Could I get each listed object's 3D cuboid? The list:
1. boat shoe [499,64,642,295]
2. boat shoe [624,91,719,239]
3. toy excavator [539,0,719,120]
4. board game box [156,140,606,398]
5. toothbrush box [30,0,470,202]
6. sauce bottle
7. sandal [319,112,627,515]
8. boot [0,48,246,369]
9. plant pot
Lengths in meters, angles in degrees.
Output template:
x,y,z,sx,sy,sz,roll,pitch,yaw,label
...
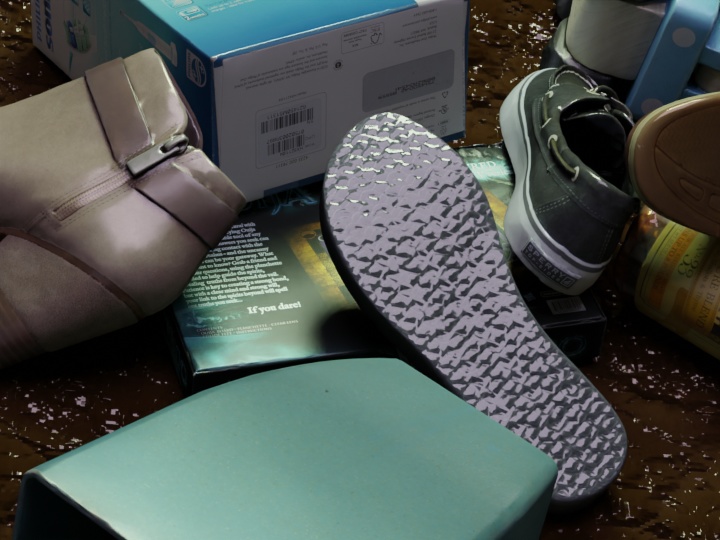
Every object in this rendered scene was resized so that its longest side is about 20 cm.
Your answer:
x,y,z,sx,sy,sz,roll,pitch,yaw,label
0.108,-0.055,1.302,0.068,0.057,0.200,34,25,-13,boat shoe
0.200,-0.052,1.271,0.199,0.073,0.072,-5,9,-28,boat shoe
0.199,-0.109,1.395,0.199,0.100,0.195,18,42,-3,toy excavator
0.000,0.000,1.274,0.198,0.028,0.136,-7,43,-16,board game box
-0.059,-0.125,1.342,0.146,0.086,0.200,-18,38,-28,toothbrush box
0.211,0.031,1.247,0.199,0.066,0.066,30,45,26,sauce bottle
0.042,0.023,1.212,0.076,0.043,0.201,-26,77,-18,sandal
-0.149,-0.053,1.236,0.146,0.070,0.200,-36,71,-1,boot
-0.021,0.124,1.048,0.141,0.142,0.200,32,39,24,plant pot
